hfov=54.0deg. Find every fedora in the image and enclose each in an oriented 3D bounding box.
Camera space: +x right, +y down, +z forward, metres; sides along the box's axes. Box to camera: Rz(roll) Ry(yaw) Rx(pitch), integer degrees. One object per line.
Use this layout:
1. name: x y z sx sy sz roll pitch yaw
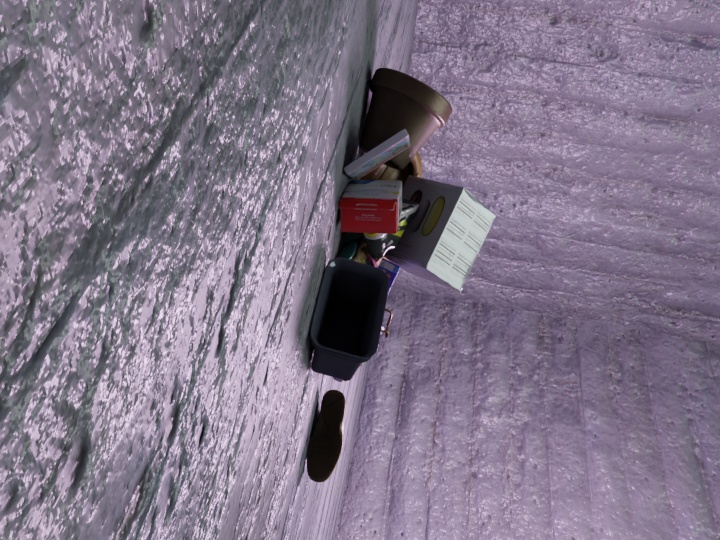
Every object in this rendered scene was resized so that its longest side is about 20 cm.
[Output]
1. fedora: 0.060 -0.232 1.752 0.082 0.198 0.204 35 -53 46

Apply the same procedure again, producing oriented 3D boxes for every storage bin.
1. storage bin: -0.021 0.104 1.326 0.135 0.143 0.202 110 -7 -53

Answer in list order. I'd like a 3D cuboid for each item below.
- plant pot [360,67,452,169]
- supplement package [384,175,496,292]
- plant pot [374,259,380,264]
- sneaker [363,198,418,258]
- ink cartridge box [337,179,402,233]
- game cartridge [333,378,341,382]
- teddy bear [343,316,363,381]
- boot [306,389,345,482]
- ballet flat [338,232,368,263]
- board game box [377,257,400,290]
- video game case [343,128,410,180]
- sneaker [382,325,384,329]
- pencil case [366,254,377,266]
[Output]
1. plant pot: 0.083 -0.333 1.603 0.176 0.198 0.200 -62 176 0
2. supplement package: 0.172 -0.089 1.653 0.146 0.190 0.202 31 83 -41
3. plant pot: 0.030 0.013 1.887 0.200 0.027 0.201 -44 164 -16
4. sneaker: 0.063 -0.097 1.556 0.200 0.074 0.086 -37 137 -45
5. ink cartridge box: 0.022 -0.126 1.431 0.200 0.114 0.068 -71 161 -66
6. game cartridge: -0.023 0.181 1.864 0.130 0.038 0.203 -45 146 -66
7. teddy bear: -0.029 0.149 1.498 0.200 0.066 0.147 -47 -123 56
8. boot: -0.074 0.387 1.575 0.155 0.071 0.203 96 4 -59
9. ballet flat: -0.005 -0.046 1.552 0.201 0.070 0.072 -70 168 -53
10. board game box: 0.043 0.043 1.607 0.136 0.044 0.200 -64 177 1
11. video game case: 0.038 -0.234 1.449 0.018 0.142 0.200 58 7 -1
12. sneaker: 0.006 0.158 1.652 0.089 0.075 0.200 -61 171 -10
13. pencil case: 0.000 0.000 1.687 0.200 0.085 0.084 43 23 -85
